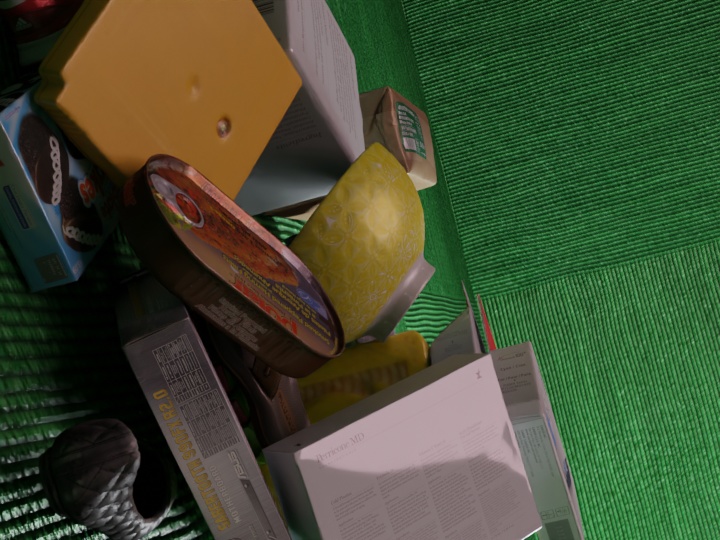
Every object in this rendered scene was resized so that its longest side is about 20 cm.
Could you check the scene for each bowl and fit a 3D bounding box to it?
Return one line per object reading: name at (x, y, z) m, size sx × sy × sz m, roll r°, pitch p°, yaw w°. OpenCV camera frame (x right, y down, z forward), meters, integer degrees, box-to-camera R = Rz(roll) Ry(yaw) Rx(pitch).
bowl at (0.000, 0.000, 0.958) m, size 0.108 × 0.200 × 0.200 m, roll 35°, pitch 15°, yaw 2°

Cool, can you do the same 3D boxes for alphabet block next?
alphabet block at (0.008, 0.194, 1.036) m, size 0.200 × 0.195 × 0.197 m, roll 49°, pitch 27°, yaw -61°

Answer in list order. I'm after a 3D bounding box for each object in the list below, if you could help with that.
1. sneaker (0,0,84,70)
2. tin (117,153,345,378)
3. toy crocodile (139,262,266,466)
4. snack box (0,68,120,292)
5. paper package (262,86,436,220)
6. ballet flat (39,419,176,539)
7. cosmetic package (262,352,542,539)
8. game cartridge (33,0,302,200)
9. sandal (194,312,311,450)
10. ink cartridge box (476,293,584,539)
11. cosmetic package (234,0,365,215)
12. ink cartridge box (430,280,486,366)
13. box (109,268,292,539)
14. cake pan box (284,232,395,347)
sneaker at (-0.217, -0.237, 0.810) m, size 0.200 × 0.078 × 0.116 m, roll -86°, pitch 159°, yaw -59°
tin at (-0.087, 0.001, 0.764) m, size 0.200 × 0.042 × 0.112 m, roll 42°, pitch 16°, yaw -33°
toy crocodile at (-0.121, 0.073, 0.890) m, size 0.062 × 0.067 × 0.201 m, roll -68°, pitch 142°, yaw -58°
snack box at (-0.205, -0.082, 0.771) m, size 0.200 × 0.037 × 0.117 m, roll -79°, pitch 152°, yaw -63°
paper package at (-0.017, -0.132, 1.294) m, size 0.200 × 0.190 × 0.104 m, roll 0°, pitch 76°, yaw -76°
ballet flat at (-0.143, 0.133, 0.690) m, size 0.200 × 0.057 × 0.067 m, roll 74°, pitch -1°, yaw -77°
cosmetic package at (0.038, 0.168, 0.842) m, size 0.199 × 0.052 × 0.151 m, roll -22°, pitch 100°, yaw -35°
game cartridge at (-0.131, -0.134, 0.794) m, size 0.177 × 0.032 × 0.200 m, roll -62°, pitch 144°, yaw -20°
sandal at (-0.070, 0.068, 0.854) m, size 0.201 × 0.054 × 0.082 m, roll 69°, pitch 25°, yaw -17°
ink cartridge box at (0.162, 0.143, 1.045) m, size 0.177 × 0.045 × 0.200 m, roll -92°, pitch 164°, yaw -51°
cosmetic package at (-0.105, -0.177, 1.022) m, size 0.200 × 0.166 × 0.168 m, roll 56°, pitch 23°, yaw -54°
ink cartridge box at (0.105, 0.120, 1.031) m, size 0.200 × 0.047 × 0.161 m, roll -89°, pitch 160°, yaw -67°
box at (-0.114, 0.107, 0.785) m, size 0.158 × 0.048 × 0.201 m, roll -137°, pitch -157°, yaw -69°
cake pan box at (-0.021, 0.037, 1.222) m, size 0.184 × 0.052 × 0.201 m, roll 161°, pitch -87°, yaw -71°
